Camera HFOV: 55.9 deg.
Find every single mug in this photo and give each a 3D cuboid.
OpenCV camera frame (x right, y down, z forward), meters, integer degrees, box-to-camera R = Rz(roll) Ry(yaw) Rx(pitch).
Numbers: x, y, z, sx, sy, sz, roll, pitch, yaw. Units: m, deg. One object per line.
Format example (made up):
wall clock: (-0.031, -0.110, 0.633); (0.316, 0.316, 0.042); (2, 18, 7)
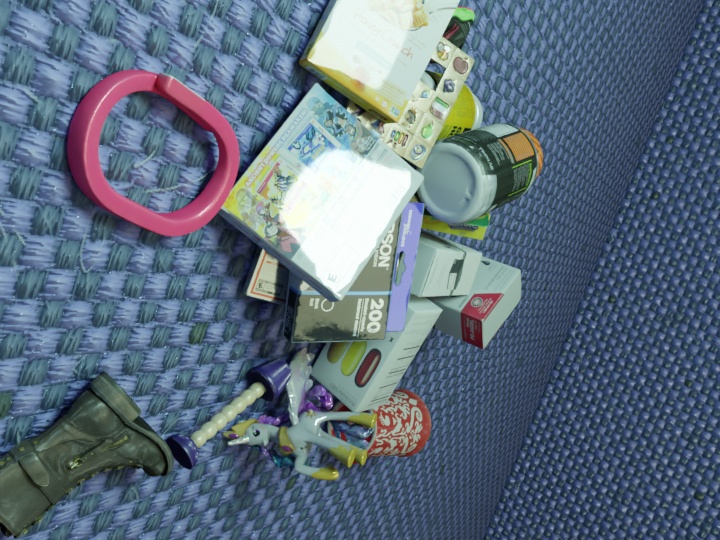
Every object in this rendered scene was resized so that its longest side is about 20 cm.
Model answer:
mug: (0.027, 0.317, 1.304); (0.200, 0.133, 0.178); (17, 95, -58)

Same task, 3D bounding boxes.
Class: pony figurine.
pony figurine: (-0.082, 0.231, 1.022); (0.193, 0.199, 0.167); (-44, 141, -62)

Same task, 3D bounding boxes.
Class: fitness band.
fitness band: (-0.201, -0.114, 0.681); (0.144, 0.037, 0.200); (-61, 151, -3)

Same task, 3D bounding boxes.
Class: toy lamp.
toy lamp: (-0.174, 0.190, 0.938); (0.200, 0.058, 0.058); (-35, 140, -39)

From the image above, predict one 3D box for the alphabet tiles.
alphabet tiles: (0.039, -0.254, 0.881); (0.199, 0.008, 0.168); (28, 87, -24)

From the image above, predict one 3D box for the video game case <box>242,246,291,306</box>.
video game case: (-0.062, -0.044, 0.918); (0.143, 0.017, 0.201); (17, 98, -32)

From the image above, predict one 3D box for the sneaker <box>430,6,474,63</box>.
sneaker: (0.109, -0.343, 0.986); (0.200, 0.077, 0.084); (-23, 126, -50)

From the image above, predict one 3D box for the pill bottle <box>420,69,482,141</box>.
pill bottle: (0.107, -0.240, 1.023); (0.200, 0.112, 0.113); (-13, 122, -56)

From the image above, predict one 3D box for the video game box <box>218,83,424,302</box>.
video game box: (-0.046, -0.094, 0.830); (0.182, 0.047, 0.200); (40, 71, -15)

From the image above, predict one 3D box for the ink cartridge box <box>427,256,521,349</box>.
ink cartridge box: (0.178, 0.039, 1.270); (0.145, 0.199, 0.084); (-47, 143, -31)

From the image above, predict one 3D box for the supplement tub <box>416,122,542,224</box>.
supplement tub: (0.183, -0.149, 1.005); (0.200, 0.122, 0.123); (-24, 132, -45)

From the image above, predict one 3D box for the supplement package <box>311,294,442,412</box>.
supplement package: (0.025, 0.119, 1.128); (0.109, 0.114, 0.201); (3, 119, -60)

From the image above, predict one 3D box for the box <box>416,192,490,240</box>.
box: (0.144, -0.106, 1.096); (0.200, 0.117, 0.049); (-78, 179, -66)

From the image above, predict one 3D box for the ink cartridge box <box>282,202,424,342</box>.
ink cartridge box: (0.000, 0.000, 0.930); (0.199, 0.043, 0.199); (0, 105, -29)

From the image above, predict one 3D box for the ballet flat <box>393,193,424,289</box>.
ballet flat: (0.029, -0.025, 1.000); (0.065, 0.070, 0.201); (16, 95, -34)

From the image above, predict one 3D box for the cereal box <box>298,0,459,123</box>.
cereal box: (0.030, -0.306, 0.843); (0.144, 0.039, 0.201); (28, 87, -25)

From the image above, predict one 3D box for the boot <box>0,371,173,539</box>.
boot: (-0.308, 0.215, 0.733); (0.174, 0.069, 0.201); (-44, 141, -26)

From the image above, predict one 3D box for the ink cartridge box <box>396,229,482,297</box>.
ink cartridge box: (0.097, -0.020, 1.141); (0.200, 0.145, 0.084); (2, 109, -60)
